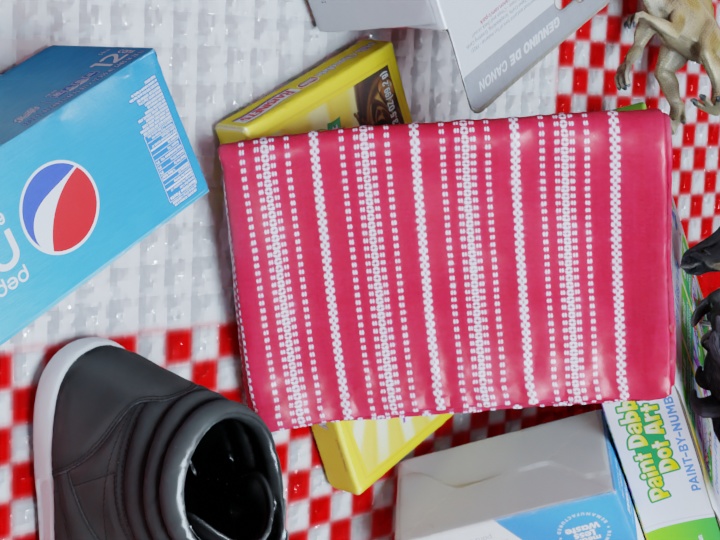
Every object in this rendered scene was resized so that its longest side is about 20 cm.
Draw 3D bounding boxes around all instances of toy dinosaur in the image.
[{"bbox_3d":[0.198,-0.137,0.856,0.200,0.058,0.101,29,65,-45],"label":"toy dinosaur"}]

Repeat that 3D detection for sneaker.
[{"bbox_3d":[-0.078,0.131,0.587,0.071,0.099,0.200,-20,112,-45],"label":"sneaker"}]

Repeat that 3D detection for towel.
[{"bbox_3d":[0.042,0.003,0.644,0.200,0.022,0.145,-5,112,-1],"label":"towel"}]

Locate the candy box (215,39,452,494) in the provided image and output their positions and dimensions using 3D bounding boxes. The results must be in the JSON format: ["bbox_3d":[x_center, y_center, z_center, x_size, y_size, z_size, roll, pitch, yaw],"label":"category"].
[{"bbox_3d":[0.000,0.000,0.700,0.102,0.026,0.200,-34,120,-33],"label":"candy box"}]

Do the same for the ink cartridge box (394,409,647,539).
[{"bbox_3d":[0.104,0.181,0.768,0.067,0.116,0.200,-86,156,-57],"label":"ink cartridge box"}]

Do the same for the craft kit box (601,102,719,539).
[{"bbox_3d":[0.161,0.034,0.784,0.200,0.048,0.198,-66,142,-61],"label":"craft kit box"}]

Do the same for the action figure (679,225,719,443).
[{"bbox_3d":[0.213,0.039,0.715,0.200,0.102,0.119,-71,144,-64],"label":"action figure"}]

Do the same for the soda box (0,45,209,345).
[{"bbox_3d":[-0.151,-0.008,0.506,0.200,0.068,0.064,-40,125,-35],"label":"soda box"}]

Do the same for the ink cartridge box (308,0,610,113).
[{"bbox_3d":[0.056,-0.196,0.681,0.200,0.084,0.176,-41,124,-34],"label":"ink cartridge box"}]
